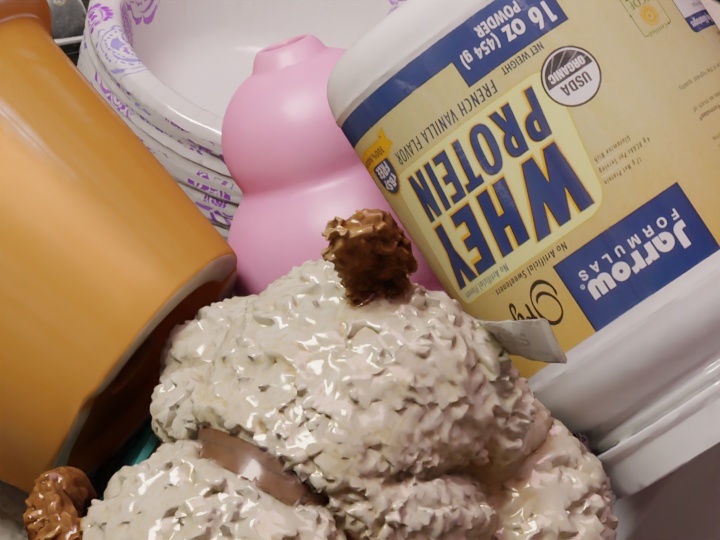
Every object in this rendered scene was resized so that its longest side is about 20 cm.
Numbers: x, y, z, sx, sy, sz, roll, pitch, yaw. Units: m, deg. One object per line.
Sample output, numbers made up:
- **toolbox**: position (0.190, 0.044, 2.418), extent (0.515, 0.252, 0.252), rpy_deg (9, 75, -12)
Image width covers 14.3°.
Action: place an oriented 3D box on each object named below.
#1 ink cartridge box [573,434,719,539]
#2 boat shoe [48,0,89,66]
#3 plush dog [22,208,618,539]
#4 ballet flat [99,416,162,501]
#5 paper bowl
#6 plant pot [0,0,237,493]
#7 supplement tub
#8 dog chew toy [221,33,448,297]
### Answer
- **ink cartridge box**: position (0.135, 0.016, 1.264), extent (0.083, 0.145, 0.200), rpy_deg (22, 23, -39)
- **boat shoe**: position (-0.158, -0.128, 1.427), extent (0.199, 0.071, 0.072), rpy_deg (-9, 41, -33)
- **plush dog**: position (-0.025, 0.083, 1.031), extent (0.199, 0.161, 0.172), rpy_deg (26, 66, 21)
- **ballet flat**: position (-0.086, 0.121, 1.113), extent (0.072, 0.068, 0.200), rpy_deg (36, 34, -1)
- **paper bowl**: position (-0.040, -0.067, 1.363), extent (0.199, 0.105, 0.201), rpy_deg (12, 34, -8)
- **plant pot**: position (-0.157, -0.010, 1.162), extent (0.183, 0.201, 0.200), rpy_deg (37, 37, 9)
- **supplement tub**: position (0.095, -0.028, 1.105), extent (0.144, 0.144, 0.201), rpy_deg (-30, 85, -48)
- **dog chew toy**: position (0.000, 0.000, 1.200), extent (0.124, 0.201, 0.125), rpy_deg (-19, 11, 4)
